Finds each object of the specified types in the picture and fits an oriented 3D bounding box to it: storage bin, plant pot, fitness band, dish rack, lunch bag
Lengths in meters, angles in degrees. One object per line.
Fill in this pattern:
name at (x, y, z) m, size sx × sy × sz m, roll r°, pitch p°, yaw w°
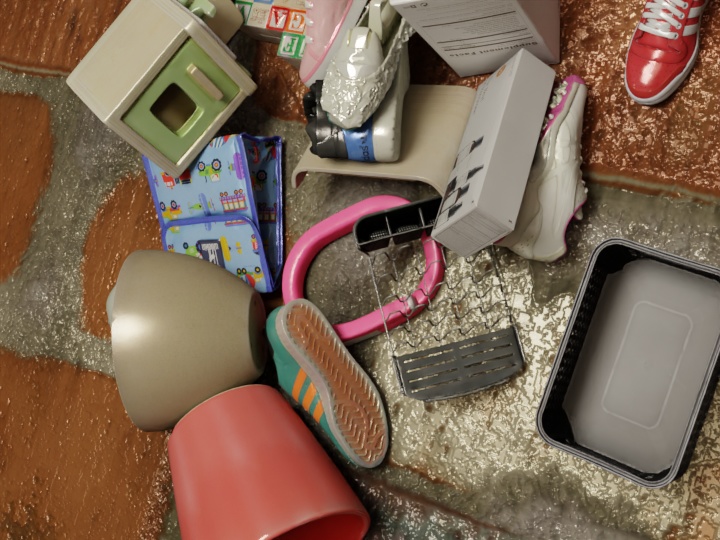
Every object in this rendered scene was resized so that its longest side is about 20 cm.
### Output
storage bin at (0.262, 0.086, 0.843) m, size 0.133 × 0.093 × 0.203 m, roll 20°, pitch 91°, yaw 28°
plant pot at (-0.177, 0.075, 1.007) m, size 0.132 × 0.200 × 0.205 m, roll -4°, pitch 80°, yaw 7°
fitness band at (0.000, 0.000, 1.019) m, size 0.198 × 0.037 × 0.146 m, roll -25°, pitch 72°, yaw 20°
plant pot at (-0.114, 0.236, 0.965) m, size 0.200 × 0.200 × 0.179 m, roll -40°, pitch 59°, yaw 15°
dish rack at (0.085, 0.029, 0.934) m, size 0.151 × 0.055 × 0.204 m, roll -14°, pitch 75°, yaw -1°
lunch bag at (-0.169, -0.054, 1.096) m, size 0.148 × 0.094 × 0.204 m, roll -6°, pitch 93°, yaw 27°

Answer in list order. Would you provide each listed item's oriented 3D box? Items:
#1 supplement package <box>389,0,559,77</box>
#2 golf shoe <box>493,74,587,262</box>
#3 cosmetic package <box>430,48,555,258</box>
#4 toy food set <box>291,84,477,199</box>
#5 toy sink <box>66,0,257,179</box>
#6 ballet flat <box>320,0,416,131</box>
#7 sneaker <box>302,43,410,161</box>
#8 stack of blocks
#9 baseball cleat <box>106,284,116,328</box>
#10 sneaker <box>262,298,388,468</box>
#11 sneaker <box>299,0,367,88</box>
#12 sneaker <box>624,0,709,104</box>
supplement package at (0.122, -0.293, 0.909) m, size 0.118 × 0.199 × 0.124 m, roll -2°, pitch 81°, yaw 26°
golf shoe at (0.197, -0.101, 0.925) m, size 0.091 × 0.075 × 0.203 m, roll 29°, pitch 77°, yaw -16°
cosmetic package at (0.133, -0.118, 0.896) m, size 0.082 × 0.050 × 0.203 m, roll -32°, pitch 33°, yaw 54°
toy food set at (0.033, -0.136, 0.991) m, size 0.197 × 0.061 × 0.145 m, roll 7°, pitch 52°, yaw 29°
toy sink at (-0.203, -0.229, 1.012) m, size 0.201 × 0.130 × 0.112 m, roll -49°, pitch 54°, yaw -1°
ballet flat at (0.011, -0.234, 0.901) m, size 0.071 × 0.072 × 0.202 m, roll 9°, pitch 58°, yaw 27°
sneaker at (-0.006, -0.197, 0.965) m, size 0.109 × 0.077 × 0.203 m, roll 1°, pitch 55°, yaw 10°
stack of blocks at (-0.058, -0.301, 1.080) m, size 0.197 × 0.058 × 0.117 m, roll 17°, pitch 90°, yaw 28°
baseball cleat at (-0.263, 0.092, 1.107) m, size 0.106 × 0.069 × 0.202 m, roll -45°, pitch 63°, yaw 42°
sneaker at (-0.040, 0.128, 0.996) m, size 0.080 × 0.071 × 0.202 m, roll -27°, pitch 93°, yaw 56°
sneaker at (-0.042, -0.302, 0.961) m, size 0.103 × 0.076 × 0.202 m, roll 24°, pitch 114°, yaw -14°
sneaker at (0.302, -0.267, 0.864) m, size 0.070 × 0.112 × 0.203 m, roll 25°, pitch 94°, yaw 27°
